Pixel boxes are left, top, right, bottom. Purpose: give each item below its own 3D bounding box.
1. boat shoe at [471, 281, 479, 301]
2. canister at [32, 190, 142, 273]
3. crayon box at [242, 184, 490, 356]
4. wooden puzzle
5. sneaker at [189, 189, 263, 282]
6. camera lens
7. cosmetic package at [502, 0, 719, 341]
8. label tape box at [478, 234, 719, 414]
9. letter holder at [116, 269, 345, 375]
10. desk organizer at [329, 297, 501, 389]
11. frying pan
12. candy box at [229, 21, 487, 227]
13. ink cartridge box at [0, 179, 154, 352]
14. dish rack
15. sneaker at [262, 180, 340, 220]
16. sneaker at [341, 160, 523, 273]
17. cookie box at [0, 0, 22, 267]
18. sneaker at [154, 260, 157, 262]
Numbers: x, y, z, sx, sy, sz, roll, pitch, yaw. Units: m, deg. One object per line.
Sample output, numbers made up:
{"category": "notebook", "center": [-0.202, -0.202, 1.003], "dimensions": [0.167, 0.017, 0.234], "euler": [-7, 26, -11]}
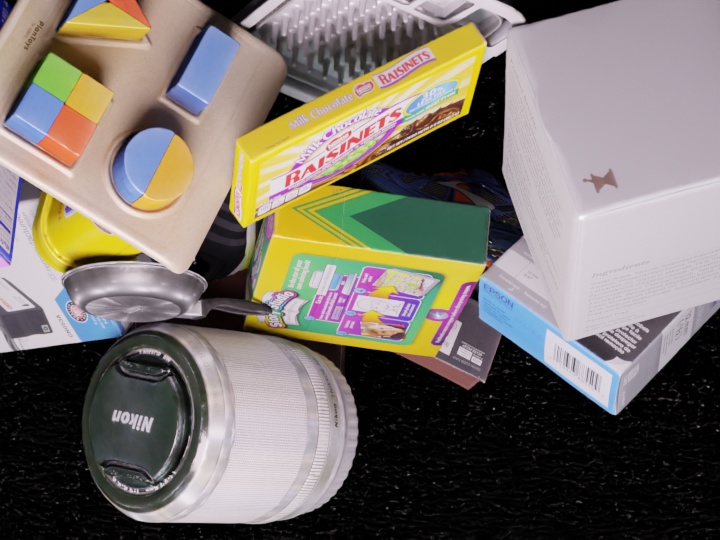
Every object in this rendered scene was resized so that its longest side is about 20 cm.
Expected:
{"category": "boat shoe", "center": [0.131, 0.002, 1.842], "dimensions": [0.072, 0.063, 0.200], "euler": [13, 152, -26]}
{"category": "canister", "center": [-0.168, -0.084, 1.568], "dimensions": [0.086, 0.149, 0.200], "euler": [22, 158, -21]}
{"category": "crayon box", "center": [0.000, 0.000, 1.692], "dimensions": [0.171, 0.059, 0.200], "euler": [9, 155, -7]}
{"category": "wooden puzzle", "center": [-0.158, -0.125, 1.435], "dimensions": [0.200, 0.186, 0.046], "euler": [34, 156, -20]}
{"category": "sneaker", "center": [-0.127, -0.049, 1.702], "dimensions": [0.083, 0.072, 0.201], "euler": [-35, 147, -19]}
{"category": "camera lens", "center": [-0.119, 0.129, 1.714], "dimensions": [0.159, 0.161, 0.199], "euler": [-20, 162, 36]}
{"category": "cosmetic package", "center": [0.206, -0.079, 1.525], "dimensions": [0.165, 0.168, 0.200], "euler": [-15, 153, -5]}
{"category": "label tape box", "center": [0.211, -0.002, 1.645], "dimensions": [0.143, 0.200, 0.066], "euler": [35, 155, 25]}
{"category": "letter holder", "center": [-0.120, 0.068, 1.903], "dimensions": [0.199, 0.143, 0.101], "euler": [9, 152, -13]}
{"category": "desk organizer", "center": [0.022, 0.040, 1.860], "dimensions": [0.199, 0.072, 0.077], "euler": [26, 152, -8]}
{"category": "frying pan", "center": [-0.161, 0.027, 1.642], "dimensions": [0.114, 0.031, 0.190], "euler": [-7, 161, 23]}
{"category": "candy box", "center": [-0.003, -0.104, 1.483], "dimensions": [0.199, 0.026, 0.102], "euler": [-28, 158, -18]}
{"category": "ink cartridge box", "center": [-0.291, -0.013, 1.745], "dimensions": [0.199, 0.084, 0.146], "euler": [-8, 124, 33]}
{"category": "dish rack", "center": [0.006, -0.184, 1.514], "dimensions": [0.171, 0.044, 0.200], "euler": [19, 148, -31]}
{"category": "sneaker", "center": [-0.064, -0.072, 1.718], "dimensions": [0.088, 0.077, 0.200], "euler": [19, 148, 2]}
{"category": "sneaker", "center": [0.073, -0.053, 1.727], "dimensions": [0.199, 0.079, 0.075], "euler": [22, 152, -22]}
{"category": "cookie box", "center": [-0.338, -0.095, 1.540], "dimensions": [0.170, 0.201, 0.075], "euler": [-7, 152, 18]}
{"category": "sneaker", "center": [-0.156, -0.005, 1.825], "dimensions": [0.199, 0.087, 0.074], "euler": [1, 154, 2]}
